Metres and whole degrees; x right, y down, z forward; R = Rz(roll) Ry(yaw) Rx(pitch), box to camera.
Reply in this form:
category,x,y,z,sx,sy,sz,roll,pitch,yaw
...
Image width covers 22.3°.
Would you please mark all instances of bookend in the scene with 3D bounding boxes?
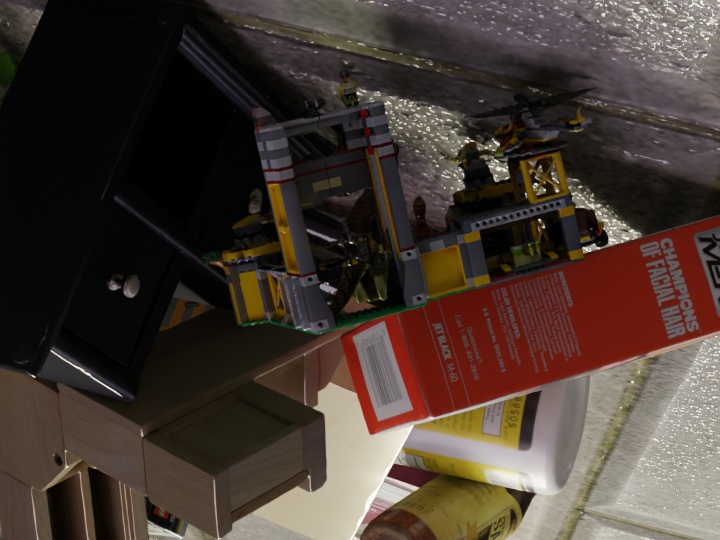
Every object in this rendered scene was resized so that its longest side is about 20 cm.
category,x,y,z,sx,sy,sz,roll,pitch,yaw
bookend,-0.114,-0.010,0.972,0.092,0.201,0.199,11,161,33

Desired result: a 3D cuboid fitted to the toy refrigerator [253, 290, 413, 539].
category,x,y,z,sx,sy,sz,roll,pitch,yaw
toy refrigerator,-0.012,0.098,1.164,0.076,0.070,0.200,22,146,0

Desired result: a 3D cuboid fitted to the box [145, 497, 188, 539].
category,x,y,z,sx,sy,sz,roll,pitch,yaw
box,-0.150,0.086,1.296,0.137,0.201,0.040,-4,151,45

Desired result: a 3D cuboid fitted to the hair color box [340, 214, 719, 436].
category,x,y,z,sx,sy,sz,roll,pitch,yaw
hair color box,0.102,0.030,0.973,0.199,0.064,0.111,-16,175,-18

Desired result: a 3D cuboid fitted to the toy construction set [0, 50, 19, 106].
category,x,y,z,sx,sy,sz,roll,pitch,yaw
toy construction set,-0.212,-0.047,1.000,0.092,0.201,0.131,-11,165,7

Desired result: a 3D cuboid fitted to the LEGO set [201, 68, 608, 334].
category,x,y,z,sx,sy,sz,roll,pitch,yaw
LEGO set,0.016,-0.046,0.908,0.199,0.116,0.154,-13,-174,-8

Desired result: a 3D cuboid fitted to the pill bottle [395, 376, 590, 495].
category,x,y,z,sx,sy,sz,roll,pitch,yaw
pill bottle,0.051,0.082,1.259,0.199,0.112,0.111,10,161,17

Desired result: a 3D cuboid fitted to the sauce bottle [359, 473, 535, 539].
category,x,y,z,sx,sy,sz,roll,pitch,yaw
sauce bottle,0.079,0.167,1.285,0.066,0.066,0.200,0,-163,40

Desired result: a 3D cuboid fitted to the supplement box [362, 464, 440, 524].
category,x,y,z,sx,sy,sz,roll,pitch,yaw
supplement box,0.017,0.129,1.425,0.085,0.111,0.200,22,161,-19

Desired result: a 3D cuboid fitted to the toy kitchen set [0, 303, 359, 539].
category,x,y,z,sx,sy,sz,roll,pitch,yaw
toy kitchen set,-0.087,0.119,1.046,0.200,0.163,0.181,22,125,39

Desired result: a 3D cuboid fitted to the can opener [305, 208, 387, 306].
category,x,y,z,sx,sy,sz,roll,pitch,yaw
can opener,0.000,0.000,1.137,0.199,0.064,0.079,16,162,-1

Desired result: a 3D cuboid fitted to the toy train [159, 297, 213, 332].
category,x,y,z,sx,sy,sz,roll,pitch,yaw
toy train,-0.121,0.038,1.175,0.199,0.115,0.085,-7,-177,-40
